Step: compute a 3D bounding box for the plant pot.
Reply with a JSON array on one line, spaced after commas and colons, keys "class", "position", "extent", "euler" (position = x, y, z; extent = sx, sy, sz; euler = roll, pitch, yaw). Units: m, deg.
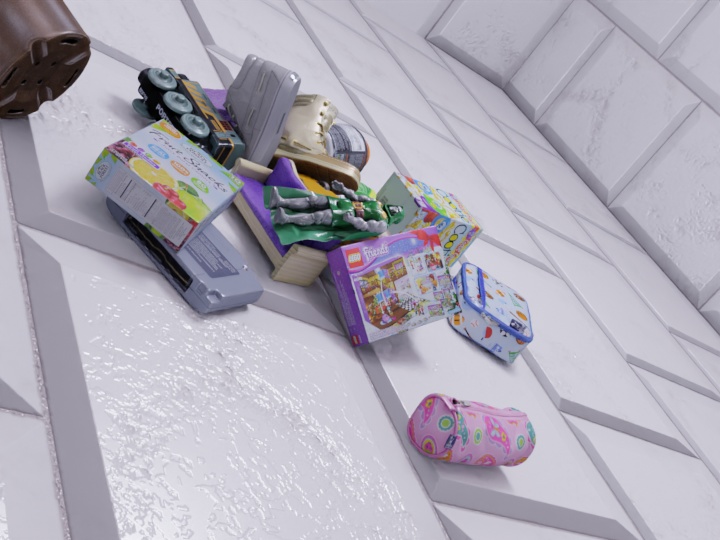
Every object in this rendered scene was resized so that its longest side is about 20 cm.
[{"class": "plant pot", "position": [-0.447, -0.308, 1.194], "extent": [0.199, 0.200, 0.200], "euler": [50, 22, 6]}]

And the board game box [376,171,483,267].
[{"class": "board game box", "position": [0.118, -0.091, 1.820], "extent": [0.199, 0.105, 0.103], "euler": [13, 33, -48]}]

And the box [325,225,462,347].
[{"class": "box", "position": [0.052, 0.019, 1.407], "extent": [0.199, 0.039, 0.139], "euler": [-13, 85, -42]}]

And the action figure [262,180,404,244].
[{"class": "action figure", "position": [-0.028, -0.082, 1.362], "extent": [0.198, 0.055, 0.119], "euler": [1, 48, -25]}]

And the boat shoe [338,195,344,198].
[{"class": "boat shoe", "position": [-0.099, -0.160, 1.634], "extent": [0.065, 0.074, 0.200], "euler": [-7, 37, -42]}]

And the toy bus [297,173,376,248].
[{"class": "toy bus", "position": [-0.063, -0.082, 1.471], "extent": [0.065, 0.079, 0.200], "euler": [2, 31, -48]}]

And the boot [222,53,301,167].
[{"class": "boot", "position": [-0.169, -0.228, 1.497], "extent": [0.095, 0.202, 0.074], "euler": [27, 20, 5]}]

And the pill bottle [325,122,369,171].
[{"class": "pill bottle", "position": [-0.053, -0.215, 1.778], "extent": [0.106, 0.107, 0.200], "euler": [45, 21, 14]}]

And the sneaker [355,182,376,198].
[{"class": "sneaker", "position": [-0.020, -0.118, 1.694], "extent": [0.083, 0.074, 0.200], "euler": [34, 10, -7]}]

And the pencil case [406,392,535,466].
[{"class": "pencil case", "position": [0.151, 0.212, 1.292], "extent": [0.199, 0.088, 0.088], "euler": [19, 29, -46]}]

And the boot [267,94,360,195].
[{"class": "boot", "position": [-0.065, -0.209, 1.587], "extent": [0.198, 0.156, 0.073], "euler": [16, -33, 24]}]

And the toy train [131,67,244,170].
[{"class": "toy train", "position": [-0.258, -0.225, 1.460], "extent": [0.113, 0.085, 0.201], "euler": [-2, 48, -49]}]

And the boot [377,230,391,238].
[{"class": "boot", "position": [0.057, -0.003, 1.544], "extent": [0.146, 0.070, 0.201], "euler": [39, 21, -19]}]

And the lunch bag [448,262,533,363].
[{"class": "lunch bag", "position": [0.223, 0.069, 1.723], "extent": [0.159, 0.076, 0.200], "euler": [34, 20, -9]}]

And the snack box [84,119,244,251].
[{"class": "snack box", "position": [-0.239, -0.113, 1.228], "extent": [0.142, 0.053, 0.200], "euler": [40, 20, -4]}]

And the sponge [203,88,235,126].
[{"class": "sponge", "position": [-0.203, -0.270, 1.612], "extent": [0.110, 0.030, 0.200], "euler": [-1, 21, -19]}]

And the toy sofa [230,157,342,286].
[{"class": "toy sofa", "position": [-0.116, -0.081, 1.410], "extent": [0.082, 0.098, 0.201], "euler": [14, 34, -50]}]

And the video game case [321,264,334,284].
[{"class": "video game case", "position": [0.000, 0.000, 1.550], "extent": [0.199, 0.023, 0.182], "euler": [40, 21, -2]}]

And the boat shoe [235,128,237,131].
[{"class": "boat shoe", "position": [-0.207, -0.224, 1.591], "extent": [0.073, 0.063, 0.200], "euler": [47, 22, 12]}]

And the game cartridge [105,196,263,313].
[{"class": "game cartridge", "position": [-0.214, -0.029, 1.224], "extent": [0.200, 0.041, 0.133], "euler": [46, 25, 16]}]
